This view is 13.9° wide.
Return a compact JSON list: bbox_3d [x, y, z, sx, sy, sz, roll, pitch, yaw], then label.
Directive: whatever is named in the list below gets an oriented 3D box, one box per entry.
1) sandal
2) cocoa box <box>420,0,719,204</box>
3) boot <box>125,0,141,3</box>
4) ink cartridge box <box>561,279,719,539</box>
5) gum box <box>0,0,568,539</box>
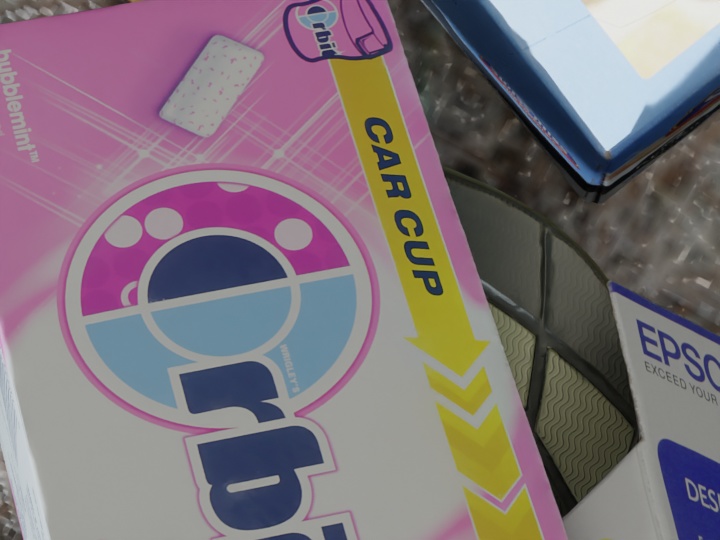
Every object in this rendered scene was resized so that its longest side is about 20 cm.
[{"bbox_3d":[0.000,-0.001,0.826,0.201,0.057,0.080,34,94,18],"label":"sandal"},{"bbox_3d":[0.053,-0.138,0.791,0.133,0.131,0.200,-38,86,-1],"label":"cocoa box"},{"bbox_3d":[-0.085,-0.153,0.825,0.073,0.075,0.200,-33,87,-2],"label":"boot"},{"bbox_3d":[0.125,0.124,0.729,0.047,0.197,0.201,-34,50,29],"label":"ink cartridge box"},{"bbox_3d":[-0.028,0.030,0.700,0.113,0.066,0.201,-10,58,-11],"label":"gum box"}]
